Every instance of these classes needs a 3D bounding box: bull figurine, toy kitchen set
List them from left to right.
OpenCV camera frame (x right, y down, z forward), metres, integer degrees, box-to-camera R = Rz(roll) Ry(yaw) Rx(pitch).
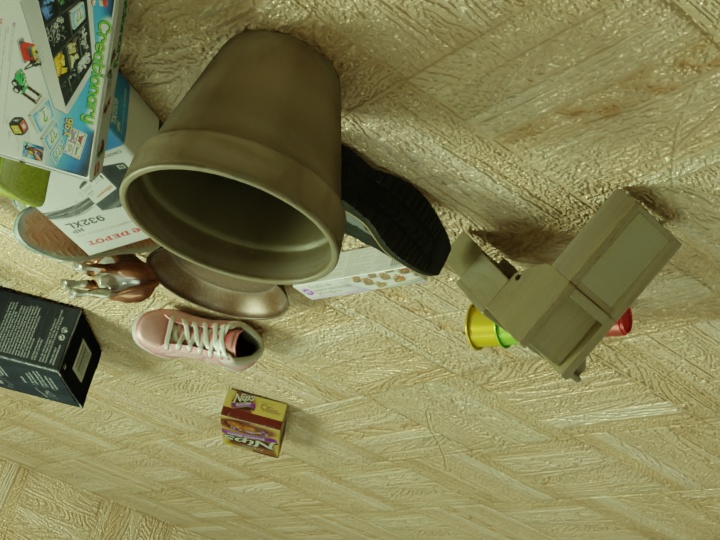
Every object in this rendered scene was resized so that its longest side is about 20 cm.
[{"bbox_3d":[-0.326,0.007,1.397,0.120,0.066,0.199,0,-179,-25],"label":"bull figurine"},{"bbox_3d":[0.227,0.005,1.135,0.163,0.181,0.200,35,-171,-30],"label":"toy kitchen set"}]

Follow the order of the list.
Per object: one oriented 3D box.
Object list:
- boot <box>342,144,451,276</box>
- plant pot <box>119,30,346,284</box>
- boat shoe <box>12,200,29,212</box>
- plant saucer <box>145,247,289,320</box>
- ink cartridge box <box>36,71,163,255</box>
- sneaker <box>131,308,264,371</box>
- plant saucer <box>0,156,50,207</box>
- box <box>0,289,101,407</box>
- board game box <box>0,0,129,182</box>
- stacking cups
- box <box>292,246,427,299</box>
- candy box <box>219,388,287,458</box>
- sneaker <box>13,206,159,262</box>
[{"bbox_3d":[-0.010,-0.059,1.157,0.200,0.078,0.138,41,153,-18],"label":"boot"},{"bbox_3d":[-0.093,-0.110,0.963,0.197,0.176,0.201,14,156,6],"label":"plant pot"},{"bbox_3d":[-0.386,-0.107,1.276,0.065,0.074,0.202,48,167,9],"label":"boat shoe"},{"bbox_3d":[-0.186,0.006,1.429,0.197,0.037,0.201,13,156,6],"label":"plant saucer"},{"bbox_3d":[-0.278,-0.114,1.132,0.143,0.085,0.200,-15,146,15],"label":"ink cartridge box"},{"bbox_3d":[-0.235,0.099,1.605,0.198,0.076,0.104,18,161,-23],"label":"sneaker"},{"bbox_3d":[-0.379,-0.173,0.999,0.197,0.048,0.202,20,114,1],"label":"plant saucer"},{"bbox_3d":[-0.563,0.129,1.818,0.197,0.119,0.197,13,156,3],"label":"box"},{"bbox_3d":[-0.273,-0.189,0.930,0.125,0.035,0.202,16,114,0],"label":"board game box"},{"bbox_3d":[0.226,0.062,1.282,0.198,0.061,0.060,-5,149,32],"label":"stacking cups"},{"bbox_3d":[0.000,0.000,1.300,0.198,0.042,0.039,-11,144,43],"label":"box"},{"bbox_3d":[-0.199,0.290,2.011,0.115,0.057,0.200,15,157,1],"label":"candy box"},{"bbox_3d":[-0.338,-0.046,1.304,0.079,0.073,0.198,1,180,44],"label":"sneaker"}]
